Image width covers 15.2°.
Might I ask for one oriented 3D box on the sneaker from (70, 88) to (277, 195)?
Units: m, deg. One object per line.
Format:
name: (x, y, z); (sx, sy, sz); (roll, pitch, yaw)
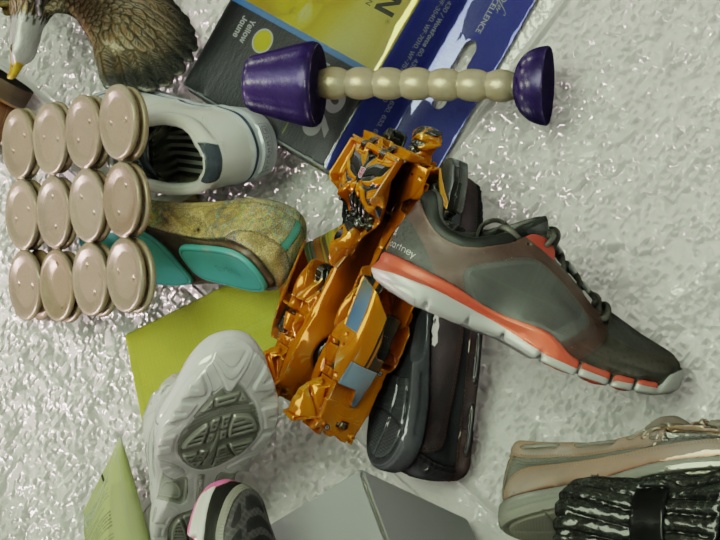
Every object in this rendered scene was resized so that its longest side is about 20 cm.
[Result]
sneaker: (-0.148, -0.089, 1.835); (0.200, 0.071, 0.073); (1, 99, 43)

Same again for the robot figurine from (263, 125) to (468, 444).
robot figurine: (0.000, 0.000, 1.694); (0.145, 0.058, 0.201); (30, 99, 61)

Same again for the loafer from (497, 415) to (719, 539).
loafer: (0.169, 0.111, 1.598); (0.199, 0.072, 0.063); (-16, 59, 30)

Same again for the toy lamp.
toy lamp: (0.023, -0.119, 1.735); (0.199, 0.058, 0.058); (2, 74, 14)

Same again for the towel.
towel: (-0.067, 0.040, 1.797); (0.200, 0.018, 0.086); (-26, 58, 22)

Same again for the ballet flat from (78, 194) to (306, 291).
ballet flat: (-0.109, -0.025, 1.810); (0.200, 0.071, 0.071); (6, 77, 48)

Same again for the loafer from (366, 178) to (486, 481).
loafer: (0.052, 0.037, 1.707); (0.072, 0.063, 0.201); (-18, 56, 59)

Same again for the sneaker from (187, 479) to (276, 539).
sneaker: (-0.037, 0.207, 1.511); (0.087, 0.074, 0.201); (-23, 69, 23)

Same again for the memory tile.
memory tile: (-0.192, -0.042, 1.830); (0.200, 0.017, 0.154); (-5, 88, 56)

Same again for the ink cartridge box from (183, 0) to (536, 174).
ink cartridge box: (0.001, -0.165, 1.806); (0.200, 0.047, 0.198); (30, 91, 37)

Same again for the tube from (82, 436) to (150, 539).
tube: (-0.151, 0.206, 1.746); (0.058, 0.052, 0.200); (-27, 46, 9)

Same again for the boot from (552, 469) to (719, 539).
boot: (0.200, 0.209, 1.518); (0.157, 0.079, 0.212); (-14, 81, 25)

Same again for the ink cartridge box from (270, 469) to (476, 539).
ink cartridge box: (-0.020, 0.240, 1.620); (0.200, 0.145, 0.145); (-31, 60, 18)

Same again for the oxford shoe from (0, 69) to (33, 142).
oxford shoe: (-0.331, -0.147, 1.990); (0.200, 0.071, 0.071); (33, 98, 34)

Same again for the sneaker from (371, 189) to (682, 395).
sneaker: (0.110, 0.012, 1.607); (0.199, 0.077, 0.082); (24, 89, -8)

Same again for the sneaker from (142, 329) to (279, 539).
sneaker: (-0.107, 0.093, 1.718); (0.200, 0.078, 0.100); (110, 150, -46)

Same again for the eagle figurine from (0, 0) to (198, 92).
eagle figurine: (-0.212, -0.202, 1.892); (0.200, 0.151, 0.152); (8, 110, 52)
